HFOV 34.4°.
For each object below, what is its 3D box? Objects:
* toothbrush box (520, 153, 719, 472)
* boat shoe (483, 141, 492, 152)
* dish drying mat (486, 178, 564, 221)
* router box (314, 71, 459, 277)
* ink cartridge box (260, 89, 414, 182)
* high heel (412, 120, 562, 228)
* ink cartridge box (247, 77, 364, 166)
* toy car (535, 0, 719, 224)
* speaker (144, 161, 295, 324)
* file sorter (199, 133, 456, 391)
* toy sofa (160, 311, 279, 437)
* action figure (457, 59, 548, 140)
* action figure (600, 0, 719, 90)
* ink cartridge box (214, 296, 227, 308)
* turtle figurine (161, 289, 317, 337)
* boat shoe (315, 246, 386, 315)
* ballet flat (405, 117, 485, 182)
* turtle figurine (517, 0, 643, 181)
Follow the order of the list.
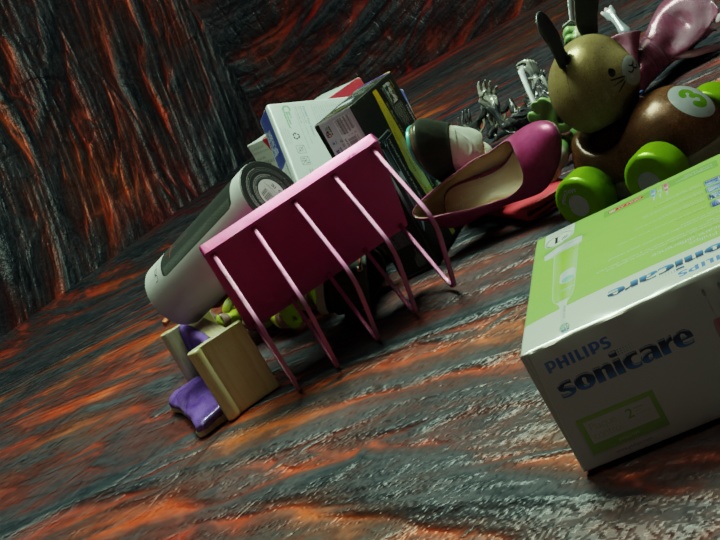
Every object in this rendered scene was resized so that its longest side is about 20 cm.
[{"bbox_3d":[0.186,0.018,0.722,0.145,0.087,0.200,-26,12,19],"label":"toothbrush box"},{"bbox_3d":[0.142,-0.143,1.524,0.069,0.074,0.200,-34,11,9],"label":"boat shoe"},{"bbox_3d":[0.181,-0.082,1.315,0.076,0.018,0.200,-34,11,-8],"label":"dish drying mat"},{"bbox_3d":[0.040,-0.113,1.336,0.052,0.201,0.157,-24,13,27],"label":"router box"},{"bbox_3d":[-0.003,-0.128,1.457,0.198,0.201,0.041,-10,-25,-26],"label":"ink cartridge box"},{"bbox_3d":[0.129,-0.097,1.205,0.095,0.068,0.200,-12,-9,-24],"label":"high heel"},{"bbox_3d":[-0.028,-0.132,1.593,0.144,0.201,0.145,-37,12,-21],"label":"ink cartridge box"},{"bbox_3d":[0.239,-0.172,1.088,0.157,0.201,0.164,-18,17,47],"label":"toy car"},{"bbox_3d":[-0.145,-0.024,1.219,0.200,0.081,0.081,-41,3,39],"label":"speaker"},{"bbox_3d":[-0.024,0.000,1.124,0.199,0.139,0.126,-34,54,-7],"label":"file sorter"},{"bbox_3d":[-0.168,0.104,1.252,0.097,0.083,0.200,-32,12,-14],"label":"toy sofa"},{"bbox_3d":[0.220,-0.243,1.680,0.118,0.103,0.199,-24,5,-32],"label":"action figure"},{"bbox_3d":[0.373,-0.267,1.490,0.149,0.134,0.200,36,75,31],"label":"action figure"},{"bbox_3d":[-0.161,0.005,1.616,0.177,0.045,0.200,-50,-8,10],"label":"ink cartridge box"},{"bbox_3d":[-0.126,0.049,1.407,0.160,0.065,0.199,-5,7,45],"label":"turtle figurine"},{"bbox_3d":[0.000,0.003,1.303,0.062,0.075,0.201,-5,13,11],"label":"boat shoe"},{"bbox_3d":[0.110,-0.126,1.297,0.068,0.069,0.200,-12,-16,18],"label":"ballet flat"},{"bbox_3d":[0.219,-0.199,1.310,0.144,0.200,0.194,-35,8,45],"label":"turtle figurine"}]
